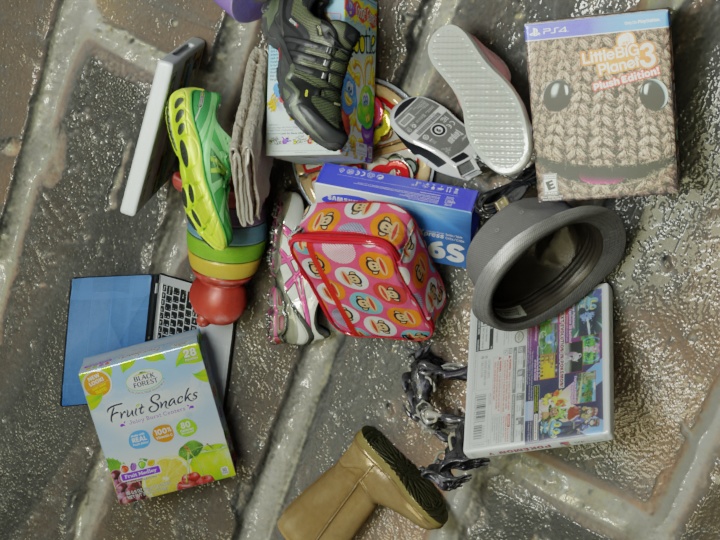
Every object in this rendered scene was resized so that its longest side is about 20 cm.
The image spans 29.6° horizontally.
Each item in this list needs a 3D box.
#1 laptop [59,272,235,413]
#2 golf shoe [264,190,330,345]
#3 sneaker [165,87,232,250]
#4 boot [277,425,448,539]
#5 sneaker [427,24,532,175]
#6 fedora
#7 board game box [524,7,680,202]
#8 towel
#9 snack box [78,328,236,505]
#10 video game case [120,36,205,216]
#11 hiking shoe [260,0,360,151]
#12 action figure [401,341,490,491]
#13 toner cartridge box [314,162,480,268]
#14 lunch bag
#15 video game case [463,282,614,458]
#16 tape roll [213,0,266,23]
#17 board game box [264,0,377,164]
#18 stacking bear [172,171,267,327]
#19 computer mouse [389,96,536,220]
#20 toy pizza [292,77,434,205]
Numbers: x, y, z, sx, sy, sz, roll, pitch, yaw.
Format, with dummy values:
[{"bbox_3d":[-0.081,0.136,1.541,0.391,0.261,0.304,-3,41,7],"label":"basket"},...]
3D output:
[{"bbox_3d":[-0.288,0.110,1.855,0.198,0.116,0.189,15,108,20],"label":"laptop"},{"bbox_3d":[-0.078,-0.004,1.771,0.091,0.073,0.202,0,99,-7],"label":"golf shoe"},{"bbox_3d":[-0.177,-0.124,1.651,0.074,0.083,0.202,2,103,61],"label":"sneaker"},{"bbox_3d":[0.003,0.329,1.807,0.175,0.066,0.200,48,115,21],"label":"boot"},{"bbox_3d":[0.156,-0.192,1.585,0.075,0.104,0.201,-35,66,19],"label":"sneaker"},{"bbox_3d":[0.201,-0.023,1.580,0.199,0.177,0.090,-37,53,2],"label":"fedora"},{"bbox_3d":[0.275,-0.187,1.533,0.158,0.097,0.202,-4,100,14],"label":"board game box"},{"bbox_3d":[-0.128,-0.163,1.661,0.034,0.201,0.133,3,138,3],"label":"towel"},{"bbox_3d":[-0.272,0.198,1.844,0.167,0.068,0.202,-15,106,-1],"label":"snack box"},{"bbox_3d":[-0.251,-0.187,1.736,0.023,0.182,0.201,18,109,1],"label":"video game case"},{"bbox_3d":[-0.044,-0.238,1.554,0.100,0.076,0.202,-25,78,24],"label":"hiking shoe"},{"bbox_3d":[0.107,0.170,1.702,0.119,0.101,0.201,115,150,-49],"label":"action figure"},{"bbox_3d":[0.044,-0.067,1.671,0.198,0.043,0.096,11,135,13],"label":"toner cartridge box"},{"bbox_3d":[0.000,0.000,1.672,0.175,0.082,0.201,4,142,29],"label":"lunch bag"},{"bbox_3d":[0.212,0.119,1.616,0.181,0.023,0.201,-12,54,26],"label":"video game case"},{"bbox_3d":[-0.113,-0.399,1.615,0.085,0.200,0.200,42,115,9],"label":"tape roll"},{"bbox_3d":[-0.046,-0.235,1.652,0.104,0.103,0.202,2,89,24],"label":"board game box"},{"bbox_3d":[-0.179,-0.025,1.774,0.113,0.121,0.202,23,117,34],"label":"stacking bear"},{"bbox_3d":[0.120,-0.140,1.639,0.200,0.110,0.044,37,154,20],"label":"computer mouse"},{"bbox_3d":[-0.002,-0.143,1.716,0.198,0.032,0.202,6,104,23],"label":"toy pizza"}]
